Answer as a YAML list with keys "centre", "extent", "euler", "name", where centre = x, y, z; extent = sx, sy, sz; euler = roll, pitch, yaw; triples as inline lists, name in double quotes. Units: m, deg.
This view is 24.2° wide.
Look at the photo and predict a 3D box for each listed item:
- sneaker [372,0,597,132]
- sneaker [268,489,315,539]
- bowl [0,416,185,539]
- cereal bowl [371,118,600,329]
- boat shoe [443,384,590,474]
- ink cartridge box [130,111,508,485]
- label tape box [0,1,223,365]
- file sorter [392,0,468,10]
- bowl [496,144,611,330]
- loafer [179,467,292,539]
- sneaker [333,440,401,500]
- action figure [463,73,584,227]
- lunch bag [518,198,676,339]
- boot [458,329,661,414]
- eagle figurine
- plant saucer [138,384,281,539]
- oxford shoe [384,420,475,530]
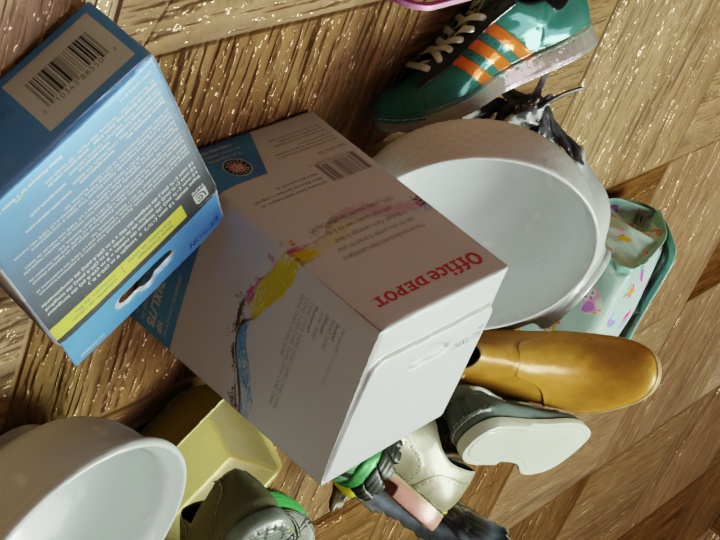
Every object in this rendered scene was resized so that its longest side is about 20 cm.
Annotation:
- centre: [0.088, -0.175, 1.301]
  extent: [0.199, 0.071, 0.080]
  euler: [-28, 111, -17]
  name: "sneaker"
- centre: [-0.095, 0.260, 1.556]
  extent: [0.078, 0.085, 0.200]
  euler: [-57, 157, 12]
  name: "sneaker"
- centre: [-0.224, 0.172, 1.172]
  extent: [0.201, 0.090, 0.202]
  euler: [-40, 154, -24]
  name: "bowl"
- centre: [0.083, -0.046, 1.297]
  extent: [0.201, 0.199, 0.084]
  euler: [100, -6, -48]
  name: "cereal bowl"
- centre: [0.138, 0.135, 1.486]
  extent: [0.073, 0.062, 0.200]
  euler: [-46, 149, 21]
  name: "boat shoe"
- centre: [-0.031, 0.015, 1.176]
  extent: [0.146, 0.200, 0.147]
  euler: [-24, 145, -46]
  name: "ink cartridge box"
- centre: [-0.169, -0.046, 1.012]
  extent: [0.143, 0.066, 0.200]
  euler: [-45, 157, -13]
  name: "label tape box"
- centre: [0.058, -0.277, 1.014]
  extent: [0.139, 0.125, 0.201]
  euler: [-25, 145, -45]
  name: "file sorter"
- centre: [0.164, -0.012, 1.528]
  extent: [0.201, 0.090, 0.201]
  euler: [-49, -176, 5]
  name: "bowl"
- centre: [-0.112, 0.219, 1.368]
  extent: [0.075, 0.070, 0.200]
  euler: [-13, 156, -33]
  name: "loafer"
- centre: [-0.041, 0.090, 1.283]
  extent: [0.085, 0.200, 0.078]
  euler: [36, 95, -35]
  name: "sneaker"
- centre: [0.107, -0.081, 1.401]
  extent: [0.102, 0.119, 0.200]
  euler: [-27, 153, -57]
  name: "action figure"
- centre: [0.249, 0.018, 1.793]
  extent: [0.200, 0.122, 0.171]
  euler: [-27, 145, -59]
  name: "lunch bag"
- centre: [0.145, 0.083, 1.459]
  extent: [0.144, 0.200, 0.071]
  euler: [15, 78, -55]
  name: "boot"
- centre: [0.055, 0.181, 1.546]
  extent: [0.199, 0.152, 0.152]
  euler: [8, 146, -39]
  name: "eagle figurine"
- centre: [-0.163, 0.186, 1.374]
  extent: [0.200, 0.048, 0.200]
  euler: [-45, 157, -14]
  name: "plant saucer"
- centre: [0.020, 0.133, 1.423]
  extent: [0.074, 0.071, 0.200]
  euler: [-45, 119, -5]
  name: "oxford shoe"
